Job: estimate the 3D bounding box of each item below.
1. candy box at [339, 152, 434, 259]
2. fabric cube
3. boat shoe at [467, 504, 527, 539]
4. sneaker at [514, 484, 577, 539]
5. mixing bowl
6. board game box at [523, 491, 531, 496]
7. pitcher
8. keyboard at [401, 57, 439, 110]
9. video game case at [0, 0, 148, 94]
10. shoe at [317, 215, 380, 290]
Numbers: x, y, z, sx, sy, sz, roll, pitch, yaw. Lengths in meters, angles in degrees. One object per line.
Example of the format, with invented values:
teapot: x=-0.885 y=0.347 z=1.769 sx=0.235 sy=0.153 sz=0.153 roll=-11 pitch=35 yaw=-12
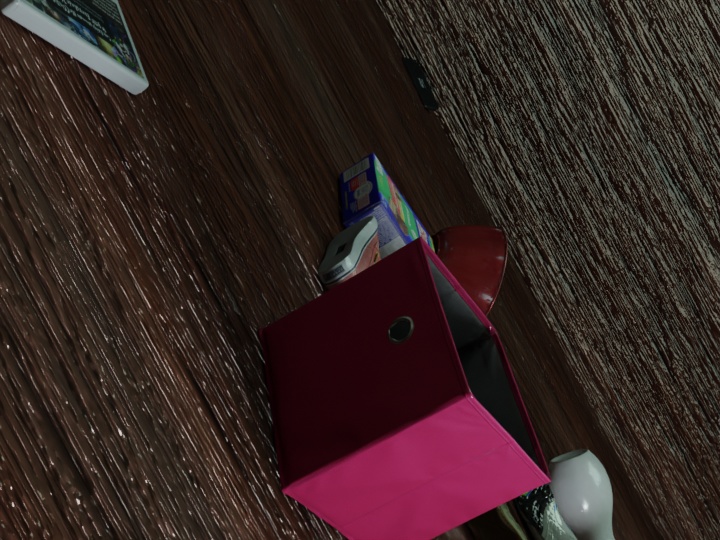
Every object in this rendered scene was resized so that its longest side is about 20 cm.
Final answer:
candy box: x=0.049 y=-0.060 z=1.575 sx=0.201 sy=0.076 sz=0.170 roll=55 pitch=16 yaw=-29
fabric cube: x=0.039 y=0.130 z=0.962 sx=0.200 sy=0.197 sz=0.199 roll=47 pitch=21 yaw=-43
boat shoe: x=0.188 y=0.358 z=1.300 sx=0.062 sy=0.073 sz=0.203 roll=31 pitch=33 yaw=-57
sneaker: x=0.310 y=0.428 z=1.628 sx=0.202 sy=0.071 sz=0.073 roll=61 pitch=-20 yaw=20
mixing bowl: x=0.161 y=0.002 z=1.693 sx=0.106 sy=0.202 sz=0.202 roll=18 pitch=30 yaw=-14
board game box: x=0.143 y=0.209 z=1.314 sx=0.134 sy=0.035 sz=0.201 roll=27 pitch=16 yaw=-38
pitcher: x=0.429 y=0.456 z=1.902 sx=0.172 sy=0.119 sz=0.204 roll=124 pitch=-51 yaw=-84
keyboard: x=0.191 y=-0.588 z=3.128 sx=0.103 sy=0.039 sz=0.203 roll=1 pitch=60 yaw=-47
video game case: x=-0.289 y=-0.278 z=0.927 sx=0.185 sy=0.023 sz=0.200 roll=67 pitch=14 yaw=19
shoe: x=0.000 y=0.000 z=1.326 sx=0.092 sy=0.071 sz=0.201 roll=59 pitch=20 yaw=-14
